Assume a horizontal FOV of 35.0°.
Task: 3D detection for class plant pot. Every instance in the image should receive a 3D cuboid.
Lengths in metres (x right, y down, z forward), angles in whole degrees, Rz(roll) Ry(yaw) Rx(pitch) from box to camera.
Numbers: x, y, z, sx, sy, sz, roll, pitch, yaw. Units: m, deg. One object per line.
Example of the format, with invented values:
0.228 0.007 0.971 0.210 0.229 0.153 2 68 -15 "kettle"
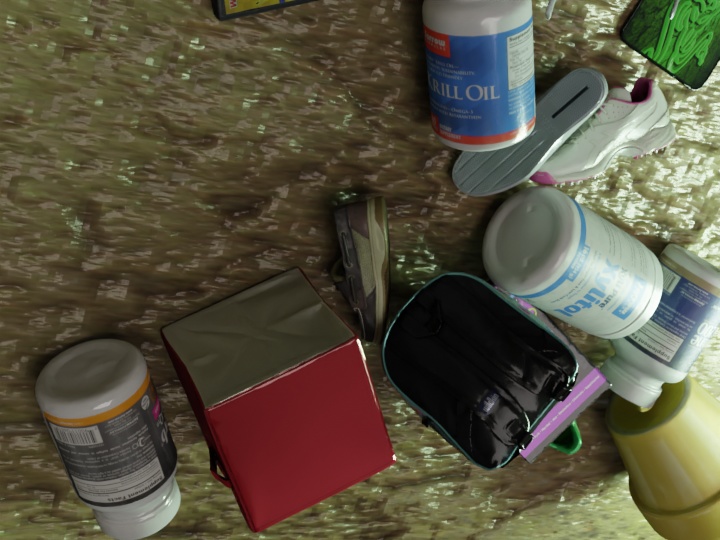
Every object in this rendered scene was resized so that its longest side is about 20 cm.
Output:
0.439 0.240 1.569 0.201 0.201 0.189 -41 112 -1 "plant pot"

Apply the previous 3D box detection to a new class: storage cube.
-0.088 0.134 1.231 0.200 0.171 0.180 -25 125 -12 "storage cube"

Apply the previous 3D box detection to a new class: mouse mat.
0.404 -0.324 1.331 0.161 0.008 0.200 22 106 -35 "mouse mat"

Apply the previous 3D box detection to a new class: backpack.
0.122 0.101 1.294 0.200 0.153 0.176 39 92 -3 "backpack"

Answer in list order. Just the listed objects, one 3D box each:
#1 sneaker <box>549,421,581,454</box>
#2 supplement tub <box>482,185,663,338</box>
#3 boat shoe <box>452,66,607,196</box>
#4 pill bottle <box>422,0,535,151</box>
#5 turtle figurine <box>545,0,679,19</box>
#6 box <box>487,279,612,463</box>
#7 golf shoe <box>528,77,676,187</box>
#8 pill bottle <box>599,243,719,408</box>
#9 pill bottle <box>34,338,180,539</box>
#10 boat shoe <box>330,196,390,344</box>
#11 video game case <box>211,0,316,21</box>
0.219 0.169 1.461 0.200 0.084 0.074 36 99 -28 "sneaker"
0.251 -0.007 1.347 0.200 0.132 0.132 24 104 -39 "supplement tub"
0.194 -0.150 1.278 0.200 0.067 0.074 -33 87 18 "boat shoe"
0.120 -0.233 1.167 0.112 0.112 0.201 -19 123 -17 "pill bottle"
0.288 -0.368 1.160 0.200 0.144 0.194 -30 123 -14 "turtle figurine"
0.190 0.116 1.399 0.143 0.036 0.200 -43 101 0 "box"
0.274 -0.161 1.323 0.200 0.075 0.092 -24 115 -21 "golf shoe"
0.397 0.076 1.489 0.111 0.111 0.200 20 107 -35 "pill bottle"
-0.259 0.181 1.202 0.116 0.116 0.200 -22 126 -15 "pill bottle"
0.000 0.000 1.270 0.066 0.072 0.201 2 134 4 "boat shoe"
-0.062 -0.348 1.060 0.180 0.026 0.201 -17 124 -19 "video game case"
